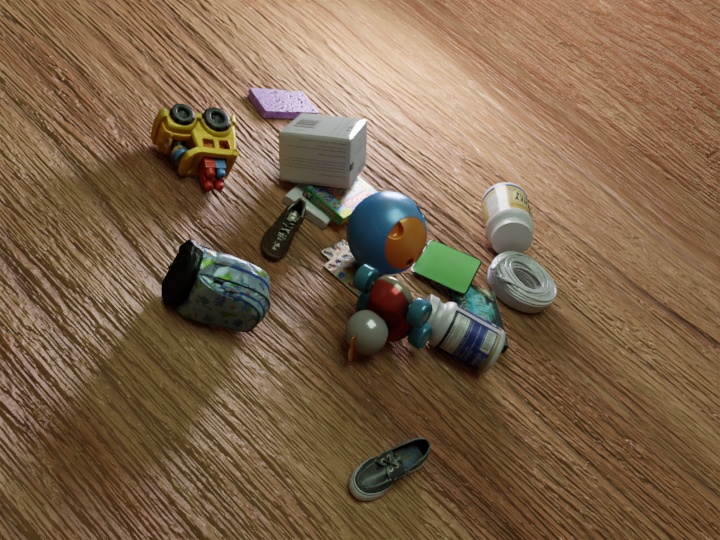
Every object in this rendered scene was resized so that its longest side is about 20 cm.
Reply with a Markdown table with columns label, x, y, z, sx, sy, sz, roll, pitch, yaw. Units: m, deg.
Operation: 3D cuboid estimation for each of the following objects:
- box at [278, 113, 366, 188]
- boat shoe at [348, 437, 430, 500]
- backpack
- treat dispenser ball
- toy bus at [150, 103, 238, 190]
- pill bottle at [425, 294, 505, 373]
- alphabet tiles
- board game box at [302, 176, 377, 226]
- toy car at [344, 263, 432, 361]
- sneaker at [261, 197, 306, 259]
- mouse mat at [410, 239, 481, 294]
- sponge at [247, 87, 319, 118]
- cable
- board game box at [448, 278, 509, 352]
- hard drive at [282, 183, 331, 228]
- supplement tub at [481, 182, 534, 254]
| label | x | y | z | sx | sy | sz | roll | pitch | yaw |
| --- | --- | --- | --- | --- | --- | --- | --- | --- | --- |
| box | -0.096 | -0.322 | 1.912 | 0.196 | 0.133 | 0.200 | 8 | 28 | 11 |
| boat shoe | 0.058 | 0.367 | 1.362 | 0.198 | 0.057 | 0.069 | -16 | 57 | -45 |
| backpack | -0.276 | 0.040 | 1.440 | 0.198 | 0.163 | 0.156 | 8 | 50 | -37 |
| treat dispenser ball | 0.064 | -0.091 | 1.759 | 0.198 | 0.202 | 0.203 | 19 | 38 | -15 |
| toy bus | -0.397 | -0.286 | 1.753 | 0.197 | 0.136 | 0.195 | 1 | 61 | -30 |
| pill bottle | 0.229 | 0.145 | 1.686 | 0.198 | 0.116 | 0.116 | 30 | 37 | -2 |
| alphabet tiles | 0.000 | 0.000 | 1.785 | 0.199 | 0.006 | 0.166 | 40 | 38 | 11 |
| board game box | -0.047 | -0.201 | 1.920 | 0.134 | 0.029 | 0.200 | 39 | 38 | 11 |
| toy car | 0.030 | 0.127 | 1.573 | 0.183 | 0.178 | 0.200 | 32 | 64 | 24 |
| sneaker | -0.182 | -0.108 | 1.724 | 0.070 | 0.076 | 0.201 | 26 | 37 | -5 |
| mouse mat | 0.232 | -0.012 | 1.929 | 0.159 | 0.008 | 0.200 | 24 | 33 | 11 |
| sponge | -0.233 | -0.503 | 2.178 | 0.198 | 0.030 | 0.112 | -7 | 51 | -40 |
| cable | 0.448 | 0.033 | 2.006 | 0.199 | 0.070 | 0.200 | 37 | 36 | 7 |
| board game box | 0.300 | 0.112 | 1.845 | 0.133 | 0.028 | 0.202 | 16 | 39 | -18 |
| hard drive | -0.107 | -0.196 | 1.918 | 0.131 | 0.026 | 0.200 | 34 | 37 | 4 |
| supplement tub | 0.439 | -0.152 | 2.146 | 0.142 | 0.145 | 0.202 | 20 | 38 | -14 |
